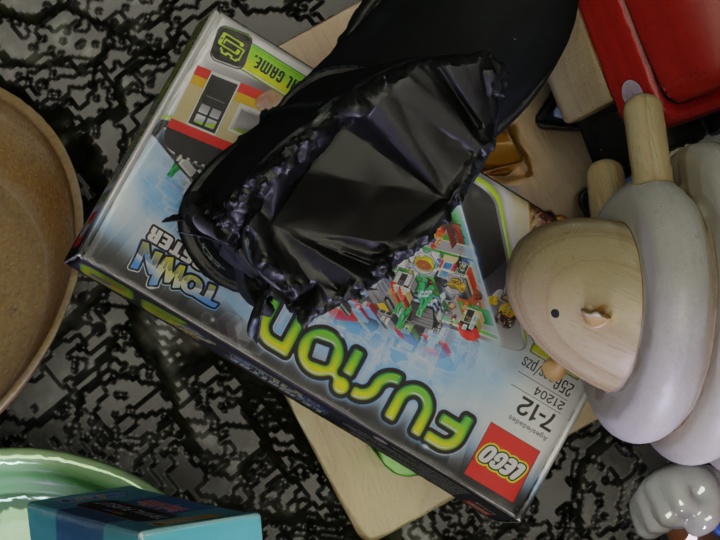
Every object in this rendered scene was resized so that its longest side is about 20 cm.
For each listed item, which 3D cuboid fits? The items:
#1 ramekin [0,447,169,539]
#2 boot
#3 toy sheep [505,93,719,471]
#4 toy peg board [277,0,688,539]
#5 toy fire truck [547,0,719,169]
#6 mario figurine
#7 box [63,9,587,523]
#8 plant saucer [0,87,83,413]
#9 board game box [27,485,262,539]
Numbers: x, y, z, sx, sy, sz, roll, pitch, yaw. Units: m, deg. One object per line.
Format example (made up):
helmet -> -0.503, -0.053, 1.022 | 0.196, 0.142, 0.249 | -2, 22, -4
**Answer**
ramekin -> -0.134, 0.168, 1.217 | 0.198, 0.098, 0.202 | 0, 91, -2
boot -> 0.016, -0.057, 1.052 | 0.198, 0.162, 0.073 | -41, 97, -8
toy sheep -> 0.149, 0.011, 1.111 | 0.198, 0.138, 0.139 | 3, 91, -12
toy peg board -> 0.044, -0.020, 1.221 | 0.198, 0.098, 0.201 | -28, 93, -1
toy fire truck -> 0.187, -0.107, 1.151 | 0.175, 0.200, 0.129 | -19, 87, -37
mario figurine -> 0.158, 0.127, 1.177 | 0.122, 0.200, 0.107 | 6, 90, -2
box -> 0.000, 0.000, 1.153 | 0.199, 0.035, 0.111 | 31, 79, -10
plant saucer -> -0.197, 0.012, 1.202 | 0.199, 0.035, 0.201 | -9, 56, 14
board game box -> -0.071, 0.185, 1.092 | 0.047, 0.151, 0.202 | -7, 92, -21
